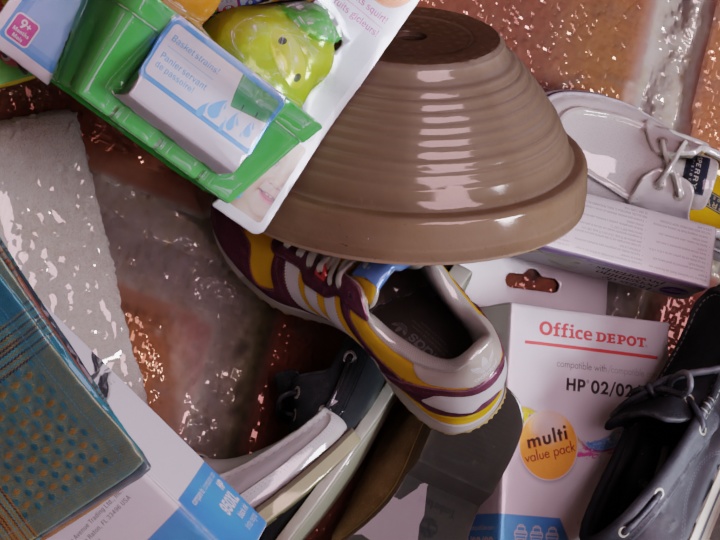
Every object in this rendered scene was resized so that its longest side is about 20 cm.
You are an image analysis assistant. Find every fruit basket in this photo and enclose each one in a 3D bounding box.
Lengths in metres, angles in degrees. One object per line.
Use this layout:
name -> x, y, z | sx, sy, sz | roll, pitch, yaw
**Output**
fruit basket -> -0.057, -0.143, 1.355 | 0.185, 0.094, 0.200 | 37, 93, -30

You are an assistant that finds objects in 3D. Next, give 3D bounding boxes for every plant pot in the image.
plant pot -> 0.026, -0.083, 1.470 | 0.200, 0.201, 0.093 | -11, 118, -30

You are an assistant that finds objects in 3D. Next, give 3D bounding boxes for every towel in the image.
towel -> -0.187, 0.022, 1.447 | 0.132, 0.034, 0.201 | -14, 93, -32
towel -> -0.216, 0.084, 1.306 | 0.200, 0.022, 0.147 | -34, 93, 16

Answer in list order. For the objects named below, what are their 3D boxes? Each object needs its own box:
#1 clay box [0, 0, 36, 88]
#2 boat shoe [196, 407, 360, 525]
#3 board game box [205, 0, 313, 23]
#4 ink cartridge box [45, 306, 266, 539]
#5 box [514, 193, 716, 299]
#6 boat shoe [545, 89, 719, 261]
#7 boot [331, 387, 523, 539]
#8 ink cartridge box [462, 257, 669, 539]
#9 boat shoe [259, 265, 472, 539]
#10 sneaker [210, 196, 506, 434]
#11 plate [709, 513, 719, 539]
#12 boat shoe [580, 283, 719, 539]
clay box -> -0.228, -0.104, 1.388 | 0.199, 0.115, 0.048 | -20, 98, -29
boat shoe -> -0.095, 0.125, 1.440 | 0.200, 0.075, 0.069 | -35, 85, -6
board game box -> -0.054, -0.197, 1.437 | 0.199, 0.152, 0.047 | -12, 56, -5
ink cartridge box -> -0.169, 0.114, 1.358 | 0.200, 0.084, 0.145 | 45, 103, -3
box -> 0.110, -0.026, 1.595 | 0.199, 0.039, 0.042 | 13, 75, -18
boat shoe -> 0.185, -0.057, 1.643 | 0.199, 0.070, 0.071 | 26, 73, -25
boot -> 0.018, 0.143, 1.537 | 0.073, 0.075, 0.201 | 33, 89, -23
ink cartridge box -> 0.113, 0.084, 1.590 | 0.115, 0.068, 0.201 | 7, 81, -30
boat shoe -> -0.015, 0.067, 1.523 | 0.066, 0.075, 0.200 | 32, 80, 6
sneaker -> 0.000, 0.000, 1.464 | 0.200, 0.090, 0.075 | 36, 70, 18
plate -> 0.232, 0.088, 1.587 | 0.032, 0.200, 0.200 | 29, 72, -9
boat shoe -> 0.176, 0.086, 1.531 | 0.062, 0.075, 0.201 | 34, 64, -20
